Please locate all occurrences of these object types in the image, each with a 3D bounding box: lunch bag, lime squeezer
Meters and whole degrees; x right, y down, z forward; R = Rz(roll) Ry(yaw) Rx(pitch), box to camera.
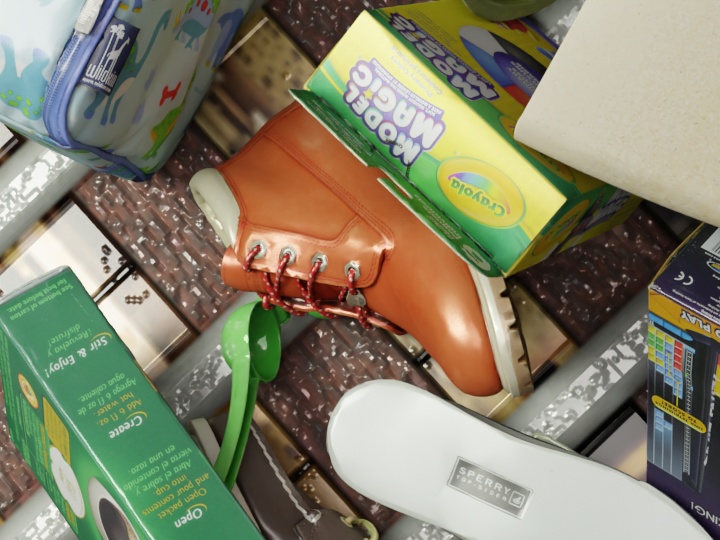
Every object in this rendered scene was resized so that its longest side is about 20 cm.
[{"bbox_3d":[-0.103,-0.127,1.123,0.082,0.200,0.161,24,87,9],"label":"lunch bag"},{"bbox_3d":[-0.019,0.019,1.161,0.200,0.071,0.038,-43,115,-26],"label":"lime squeezer"}]

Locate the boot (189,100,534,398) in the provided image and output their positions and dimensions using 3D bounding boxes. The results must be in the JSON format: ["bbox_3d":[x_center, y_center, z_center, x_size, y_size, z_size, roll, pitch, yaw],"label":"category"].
[{"bbox_3d":[0.000,0.000,1.119,0.107,0.075,0.200,-27,45,-10],"label":"boot"}]

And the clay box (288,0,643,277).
[{"bbox_3d":[0.055,-0.060,1.092,0.115,0.200,0.048,43,110,10],"label":"clay box"}]

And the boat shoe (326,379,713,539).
[{"bbox_3d":[0.081,0.105,1.137,0.200,0.064,0.071,30,93,15],"label":"boat shoe"}]

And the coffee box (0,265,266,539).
[{"bbox_3d":[-0.087,0.108,1.114,0.044,0.123,0.200,-29,64,-19],"label":"coffee box"}]

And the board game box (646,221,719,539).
[{"bbox_3d":[0.209,0.086,1.047,0.200,0.166,0.057,30,57,27],"label":"board game box"}]

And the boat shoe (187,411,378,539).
[{"bbox_3d":[-0.011,0.145,1.147,0.059,0.072,0.201,-27,77,-11],"label":"boat shoe"}]

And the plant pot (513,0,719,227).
[{"bbox_3d":[0.208,-0.100,1.044,0.177,0.200,0.200,34,109,13],"label":"plant pot"}]

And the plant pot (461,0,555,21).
[{"bbox_3d":[0.034,-0.242,1.139,0.190,0.200,0.200,35,89,23],"label":"plant pot"}]
